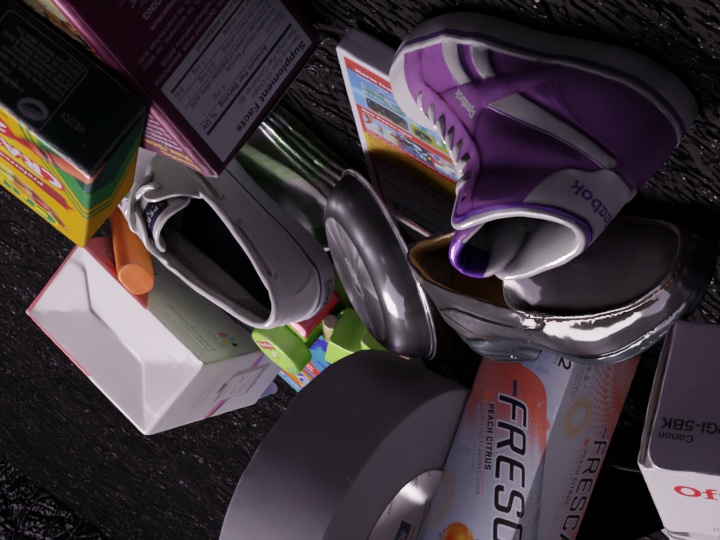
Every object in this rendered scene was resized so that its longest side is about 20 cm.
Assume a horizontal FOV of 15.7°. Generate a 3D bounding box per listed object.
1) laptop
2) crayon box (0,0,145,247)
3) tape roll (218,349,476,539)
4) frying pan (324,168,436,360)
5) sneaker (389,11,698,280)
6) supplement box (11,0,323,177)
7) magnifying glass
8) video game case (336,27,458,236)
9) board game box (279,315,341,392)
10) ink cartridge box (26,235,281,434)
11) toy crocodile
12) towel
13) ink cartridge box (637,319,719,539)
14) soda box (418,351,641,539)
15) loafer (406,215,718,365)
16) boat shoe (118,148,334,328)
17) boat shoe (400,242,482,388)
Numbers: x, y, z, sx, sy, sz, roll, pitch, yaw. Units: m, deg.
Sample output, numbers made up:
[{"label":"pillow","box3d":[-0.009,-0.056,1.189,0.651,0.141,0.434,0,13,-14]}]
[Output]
[{"label":"laptop","box3d":[0.182,0.185,1.639,0.200,0.116,0.187,43,164,-21]},{"label":"crayon box","box3d":[-0.179,-0.081,1.386,0.127,0.051,0.200,38,167,2]},{"label":"tape roll","box3d":[0.001,0.149,1.509,0.066,0.201,0.201,24,161,30]},{"label":"frying pan","box3d":[-0.004,-0.014,1.485,0.190,0.031,0.116,44,154,59]},{"label":"sneaker","box3d":[0.055,-0.055,1.220,0.073,0.115,0.200,43,165,-29]},{"label":"supplement box","box3d":[-0.134,-0.158,1.348,0.131,0.103,0.200,21,158,47]},{"label":"magnifying glass","box3d":[-0.151,-0.047,1.676,0.080,0.022,0.200,47,-164,-30]},{"label":"video game case","box3d":[0.060,-0.047,1.412,0.143,0.017,0.200,32,165,18]},{"label":"board game box","box3d":[-0.005,0.062,1.821,0.152,0.045,0.200,43,164,-21]},{"label":"ink cartridge box","box3d":[-0.115,0.033,1.710,0.116,0.068,0.200,44,-161,13]},{"label":"toy crocodile","box3d":[-0.062,-0.002,1.605,0.200,0.068,0.062,40,165,13]},{"label":"towel","box3d":[-0.077,-0.081,1.589,0.200,0.031,0.149,41,163,-15]},{"label":"ink cartridge box","box3d":[0.230,0.110,1.299,0.146,0.083,0.200,6,153,20]},{"label":"soda box","box3d":[0.088,0.125,1.497,0.063,0.201,0.068,26,-168,37]},{"label":"loafer","box3d":[0.098,0.004,1.327,0.072,0.073,0.200,33,154,-27]},{"label":"boat shoe","box3d":[-0.104,-0.039,1.549,0.200,0.074,0.065,36,-150,19]},{"label":"boat shoe","box3d":[0.081,0.051,1.588,0.074,0.075,0.203,-2,144,26]}]
